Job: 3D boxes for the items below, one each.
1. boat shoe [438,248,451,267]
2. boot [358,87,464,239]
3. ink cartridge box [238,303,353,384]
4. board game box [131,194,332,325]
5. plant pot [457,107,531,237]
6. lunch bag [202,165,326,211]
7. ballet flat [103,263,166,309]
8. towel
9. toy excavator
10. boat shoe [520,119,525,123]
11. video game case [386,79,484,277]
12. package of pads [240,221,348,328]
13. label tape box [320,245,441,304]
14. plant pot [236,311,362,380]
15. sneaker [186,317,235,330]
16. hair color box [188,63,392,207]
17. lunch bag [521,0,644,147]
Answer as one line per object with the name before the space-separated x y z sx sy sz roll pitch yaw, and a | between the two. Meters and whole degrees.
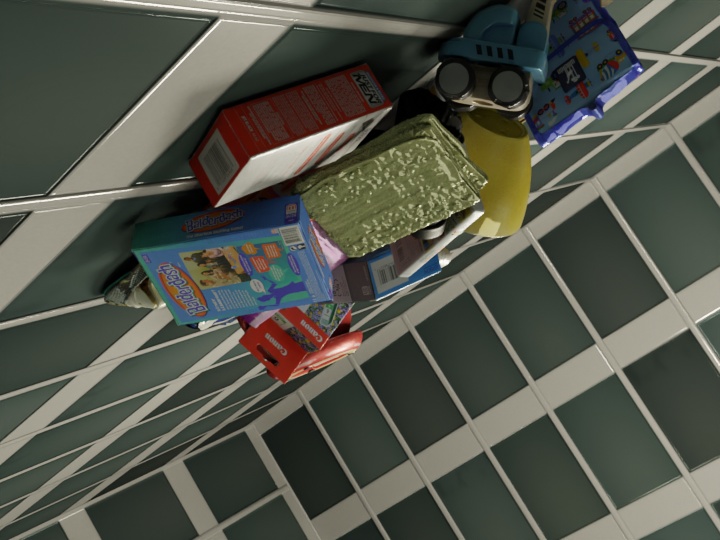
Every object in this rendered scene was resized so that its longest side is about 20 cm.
boat shoe | 0.065 -0.008 1.653 0.069 0.071 0.200 14 168 -36
boot | 0.059 -0.160 1.287 0.076 0.200 0.169 -15 140 -21
ink cartridge box | -0.092 0.069 1.651 0.200 0.109 0.050 -53 -165 -27
board game box | -0.146 -0.009 1.217 0.199 0.045 0.152 -9 140 8
plant pot | 0.179 -0.166 1.575 0.200 0.200 0.142 -22 141 -49
lunch bag | -0.090 -0.096 1.309 0.200 0.082 0.176 -34 175 19
ballet flat | -0.258 0.009 1.313 0.200 0.072 0.072 -38 169 35
towel | 0.033 -0.094 1.191 0.199 0.037 0.148 -27 134 20
toy excavator | 0.195 -0.283 1.224 0.193 0.201 0.100 11 -178 14
boat shoe | 0.221 -0.224 1.663 0.071 0.076 0.200 -26 169 -37
video game case | 0.082 -0.120 1.381 0.023 0.201 0.182 3 152 -32
package of pads | -0.119 -0.018 1.472 0.200 0.076 0.120 -36 127 17
label tape box | 0.000 0.000 1.553 0.144 0.064 0.199 -22 -169 -40
plant pot | -0.108 0.082 1.781 0.199 0.183 0.200 -21 172 -3
sneaker | -0.212 0.043 1.604 0.199 0.081 0.115 -37 172 38
hair color box | -0.074 -0.147 1.117 0.199 0.064 0.111 -24 169 -36
lunch bag | 0.265 -0.245 1.293 0.150 0.201 0.094 -36 128 20
